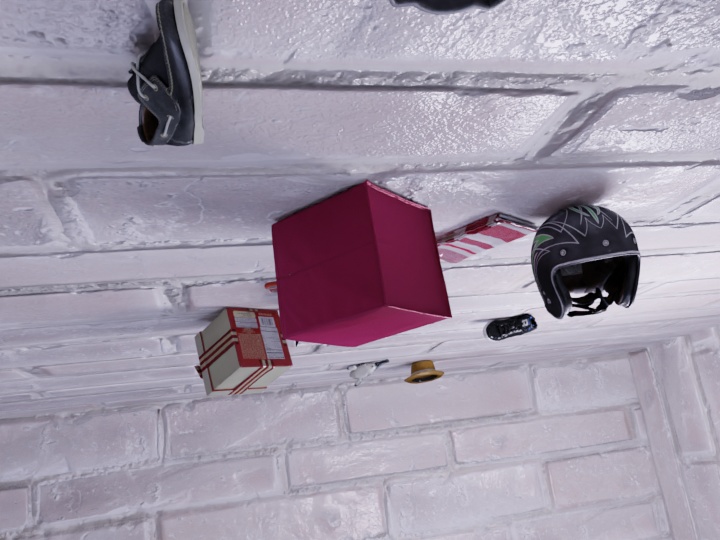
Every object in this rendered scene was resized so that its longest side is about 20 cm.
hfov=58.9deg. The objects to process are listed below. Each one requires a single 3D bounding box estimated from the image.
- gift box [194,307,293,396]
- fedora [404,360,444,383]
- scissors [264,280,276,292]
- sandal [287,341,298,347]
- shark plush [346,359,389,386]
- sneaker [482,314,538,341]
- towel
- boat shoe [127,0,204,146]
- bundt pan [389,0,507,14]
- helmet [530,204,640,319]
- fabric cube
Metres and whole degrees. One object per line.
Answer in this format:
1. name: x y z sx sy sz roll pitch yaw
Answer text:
1. gift box: -0.296 0.197 1.598 0.184 0.201 0.187 12 140 -41
2. fedora: 0.286 0.458 2.917 0.199 0.082 0.201 -7 158 -3
3. scissors: -0.108 0.028 1.392 0.199 0.014 0.073 -6 164 -4
4. sandal: -0.178 0.185 1.814 0.205 0.060 0.079 -9 164 3
5. shark plush: 0.028 0.410 2.736 0.200 0.091 0.083 -38 172 22
6. sneaker: 0.505 0.181 2.113 0.199 0.074 0.112 -6 163 -37
7. towel: 0.226 -0.057 1.244 0.199 0.023 0.144 -22 159 41
8. boat shoe: -0.178 -0.170 0.585 0.067 0.072 0.200 -7 166 -17
9. bundt pan: 0.075 -0.257 0.397 0.200 0.076 0.202 -8 164 -2
10. helmet: 0.398 -0.024 1.138 0.199 0.192 0.200 -7 -157 3
11. fabric cube: 0.000 0.000 1.022 0.199 0.201 0.196 -21 158 33
